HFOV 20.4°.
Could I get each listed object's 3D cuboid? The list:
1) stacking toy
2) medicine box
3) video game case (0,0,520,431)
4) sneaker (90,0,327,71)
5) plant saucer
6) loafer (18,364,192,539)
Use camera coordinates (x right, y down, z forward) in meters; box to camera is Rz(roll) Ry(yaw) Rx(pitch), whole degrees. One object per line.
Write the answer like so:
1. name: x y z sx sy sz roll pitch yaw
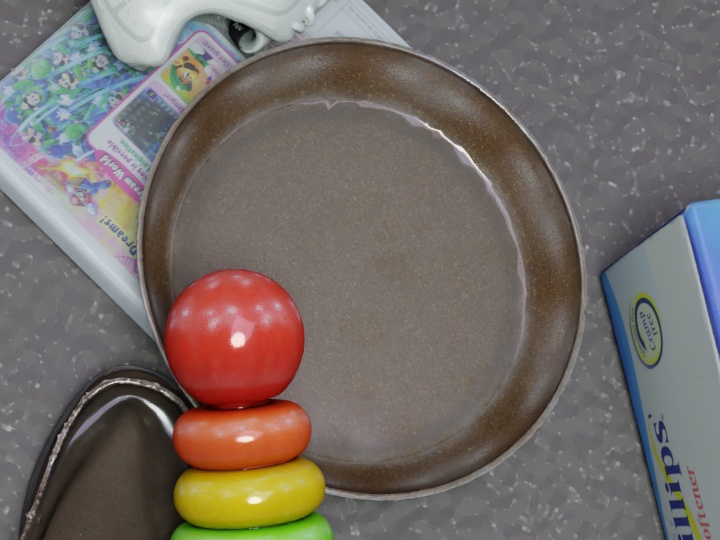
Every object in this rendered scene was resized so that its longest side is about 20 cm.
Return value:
1. stacking toy: -0.041 0.100 0.769 0.085 0.085 0.202 -4 92 -18
2. medicine box: 0.230 0.060 0.884 0.198 0.103 0.184 -7 74 -20
3. video game case: -0.046 -0.049 0.882 0.200 0.024 0.182 44 66 0
4. sneaker: -0.030 -0.142 0.873 0.198 0.075 0.082 -18 92 -19
5. plant saucer: 0.000 0.000 0.851 0.198 0.032 0.202 5 72 -16
6. loafer: -0.102 0.129 0.778 0.072 0.071 0.202 17 68 -11
